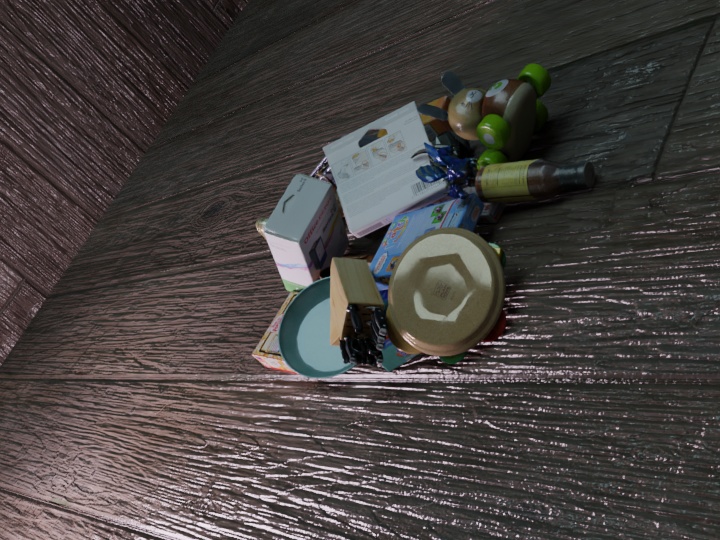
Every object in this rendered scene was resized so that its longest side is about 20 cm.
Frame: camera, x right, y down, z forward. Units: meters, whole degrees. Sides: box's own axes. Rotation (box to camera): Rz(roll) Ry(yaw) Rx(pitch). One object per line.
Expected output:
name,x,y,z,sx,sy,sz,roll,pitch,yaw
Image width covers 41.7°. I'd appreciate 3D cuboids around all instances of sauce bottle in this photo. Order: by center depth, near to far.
sauce bottle,0.278,-0.144,1.514,0.197,0.066,0.067,0,52,39

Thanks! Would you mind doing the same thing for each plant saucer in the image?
plant saucer,-0.049,0.104,1.657,0.196,0.036,0.204,-12,55,16

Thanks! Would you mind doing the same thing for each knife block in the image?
knife block,0.000,0.056,1.507,0.176,0.062,0.205,132,140,-66

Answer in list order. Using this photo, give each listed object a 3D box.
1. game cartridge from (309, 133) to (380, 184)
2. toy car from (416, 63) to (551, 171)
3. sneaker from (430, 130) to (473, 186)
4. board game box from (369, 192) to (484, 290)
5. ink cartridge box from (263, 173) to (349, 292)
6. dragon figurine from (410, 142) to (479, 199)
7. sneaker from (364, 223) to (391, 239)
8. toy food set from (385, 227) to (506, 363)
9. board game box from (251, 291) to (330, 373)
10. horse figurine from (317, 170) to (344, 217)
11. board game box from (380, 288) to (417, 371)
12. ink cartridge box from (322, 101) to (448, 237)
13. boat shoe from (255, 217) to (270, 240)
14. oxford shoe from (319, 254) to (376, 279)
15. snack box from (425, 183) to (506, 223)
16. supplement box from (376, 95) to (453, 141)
game cartridge,-0.019,-0.215,1.965,0.200,0.131,0.042,-42,51,48
toy car,0.203,-0.282,1.636,0.198,0.159,0.165,29,63,25
sneaker,0.174,-0.219,1.773,0.091,0.066,0.200,-49,25,4
board game box,0.103,-0.045,1.589,0.198,0.037,0.153,-12,42,49
ink cartridge box,-0.101,-0.063,1.827,0.086,0.202,0.147,16,60,22
dragon figurine,0.131,-0.178,1.589,0.199,0.098,0.060,38,120,41
sneaker,0.073,-0.149,1.828,0.199,0.067,0.091,-36,34,29
toy food set,0.132,0.036,1.429,0.194,0.048,0.205,8,82,28
board game box,-0.107,0.116,1.778,0.198,0.046,0.153,3,57,57
horse figurine,-0.076,-0.126,1.987,0.200,0.131,0.051,-41,27,42
board game box,0.093,0.051,1.568,0.151,0.045,0.202,-33,32,27
ink cartridge box,0.047,-0.183,1.724,0.197,0.045,0.180,-24,72,15
boat shoe,-0.146,-0.064,1.920,0.062,0.200,0.075,16,85,22
oxford shoe,0.000,0.000,1.746,0.198,0.071,0.072,-23,35,38
snack box,0.184,-0.117,1.672,0.198,0.024,0.073,3,57,56
supplement box,0.115,-0.285,1.946,0.198,0.069,0.067,-15,40,45
